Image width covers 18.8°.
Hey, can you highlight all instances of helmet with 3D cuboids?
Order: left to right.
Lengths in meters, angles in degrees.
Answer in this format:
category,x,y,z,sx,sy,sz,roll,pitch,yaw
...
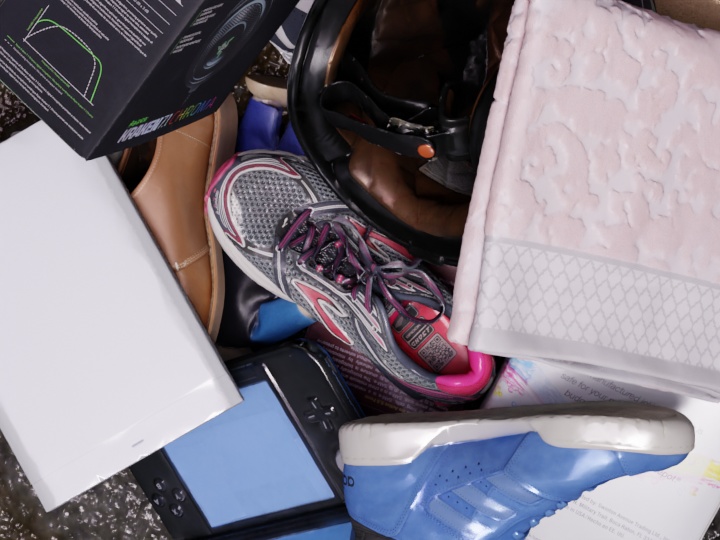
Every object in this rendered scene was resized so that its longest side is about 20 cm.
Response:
category,x,y,z,sx,sy,sz,roll,pitch,yaw
helmet,0.071,-0.119,1.189,0.200,0.200,0.191,35,66,1

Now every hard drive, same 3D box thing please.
category,x,y,z,sx,sy,sz,roll,pitch,yaw
hard drive,-0.173,0.021,1.267,0.132,0.026,0.200,-30,88,1

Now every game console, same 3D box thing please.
category,x,y,z,sx,sy,sz,roll,pitch,yaw
game console,-0.080,0.157,1.301,0.200,0.118,0.171,-19,107,41

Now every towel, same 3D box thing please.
category,x,y,z,sx,sy,sz,roll,pitch,yaw
towel,0.143,-0.037,1.116,0.200,0.032,0.192,12,90,-36

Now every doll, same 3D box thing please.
category,x,y,z,sx,sy,sz,roll,pitch,yaw
doll,-0.062,-0.012,1.327,0.136,0.048,0.201,27,107,38

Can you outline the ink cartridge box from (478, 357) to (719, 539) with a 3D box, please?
category,x,y,z,sx,sy,sz,roll,pitch,yaw
ink cartridge box,0.148,0.087,1.276,0.145,0.145,0.200,28,105,4

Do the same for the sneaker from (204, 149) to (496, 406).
category,x,y,z,sx,sy,sz,roll,pitch,yaw
sneaker,0.000,0.000,1.244,0.200,0.075,0.081,37,86,-4

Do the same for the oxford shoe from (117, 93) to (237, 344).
category,x,y,z,sx,sy,sz,roll,pitch,yaw
oxford shoe,-0.124,-0.017,1.310,0.071,0.071,0.201,-2,85,51

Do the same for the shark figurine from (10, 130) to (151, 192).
category,x,y,z,sx,sy,sz,roll,pitch,yaw
shark figurine,-0.209,-0.109,1.328,0.214,0.090,0.128,25,103,2

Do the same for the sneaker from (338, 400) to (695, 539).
category,x,y,z,sx,sy,sz,roll,pitch,yaw
sneaker,0.087,0.131,1.178,0.199,0.077,0.112,-5,92,18

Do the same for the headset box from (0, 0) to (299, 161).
category,x,y,z,sx,sy,sz,roll,pitch,yaw
headset box,-0.088,-0.175,1.180,0.093,0.174,0.200,43,113,7

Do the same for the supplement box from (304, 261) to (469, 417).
category,x,y,z,sx,sy,sz,roll,pitch,yaw
supplement box,0.030,0.026,1.327,0.109,0.061,0.201,22,103,6

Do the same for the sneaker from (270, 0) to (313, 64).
category,x,y,z,sx,sy,sz,roll,pitch,yaw
sneaker,0.006,-0.196,1.277,0.199,0.079,0.130,-37,95,15

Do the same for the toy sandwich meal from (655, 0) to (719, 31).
category,x,y,z,sx,sy,sz,roll,pitch,yaw
toy sandwich meal,0.229,-0.140,1.260,0.204,0.070,0.206,2,104,7
